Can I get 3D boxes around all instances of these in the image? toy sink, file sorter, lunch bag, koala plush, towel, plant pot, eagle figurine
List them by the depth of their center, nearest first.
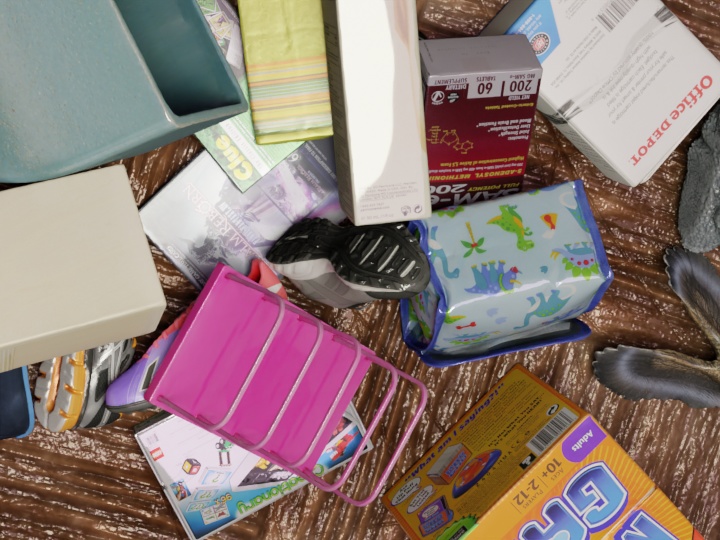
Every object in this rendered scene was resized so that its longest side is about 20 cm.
[{"bbox_3d":[-0.248,-0.173,1.317,0.200,0.196,0.197,-26,93,17],"label":"plant pot"},{"bbox_3d":[-0.283,0.007,1.320,0.200,0.112,0.131,-16,79,-18],"label":"toy sink"},{"bbox_3d":[-0.059,0.109,1.386,0.200,0.125,0.139,32,84,-36],"label":"file sorter"},{"bbox_3d":[-0.065,-0.217,1.409,0.086,0.018,0.200,-7,96,-2],"label":"towel"},{"bbox_3d":[0.128,0.017,1.453,0.170,0.200,0.128,-11,71,-9],"label":"lunch bag"},{"bbox_3d":[0.438,-0.094,1.500,0.200,0.177,0.184,-3,108,-19],"label":"koala plush"},{"bbox_3d":[0.356,0.086,1.561,0.200,0.151,0.152,32,48,12],"label":"eagle figurine"}]

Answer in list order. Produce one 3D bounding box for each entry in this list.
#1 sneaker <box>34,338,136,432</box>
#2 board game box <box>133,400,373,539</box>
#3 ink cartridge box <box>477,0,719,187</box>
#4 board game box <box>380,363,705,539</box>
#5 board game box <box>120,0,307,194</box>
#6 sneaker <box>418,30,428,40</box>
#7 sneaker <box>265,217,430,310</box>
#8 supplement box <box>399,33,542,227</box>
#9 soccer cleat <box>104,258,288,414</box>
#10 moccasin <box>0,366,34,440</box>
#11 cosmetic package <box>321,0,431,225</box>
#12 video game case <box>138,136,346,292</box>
[{"bbox_3d":[-0.244,0.053,1.438,0.077,0.078,0.200,13,92,-44],"label":"sneaker"},{"bbox_3d":[-0.103,0.162,1.501,0.200,0.035,0.126,-27,104,-7],"label":"board game box"},{"bbox_3d":[0.232,-0.200,1.484,0.200,0.084,0.146,43,89,-16],"label":"ink cartridge box"},{"bbox_3d":[0.176,0.246,1.494,0.200,0.200,0.200,-44,107,-2],"label":"board game box"},{"bbox_3d":[-0.133,-0.180,1.426,0.105,0.023,0.200,-39,99,-5],"label":"board game box"},{"bbox_3d":[0.047,-0.179,1.454,0.200,0.081,0.084,26,107,-12],"label":"sneaker"},{"bbox_3d":[0.000,0.000,1.404,0.074,0.200,0.079,-50,121,-21],"label":"sneaker"},{"bbox_3d":[0.097,-0.117,1.435,0.109,0.061,0.200,-5,133,-11],"label":"supplement box"},{"bbox_3d":[-0.155,0.062,1.427,0.200,0.068,0.073,-30,112,-20],"label":"soccer cleat"},{"bbox_3d":[-0.344,0.064,1.404,0.068,0.080,0.200,-14,102,-22],"label":"moccasin"},{"bbox_3d":[0.014,-0.148,1.358,0.071,0.105,0.200,-6,105,-7],"label":"cosmetic package"},{"bbox_3d":[-0.098,-0.067,1.470,0.200,0.019,0.143,-44,106,-3],"label":"video game case"}]
